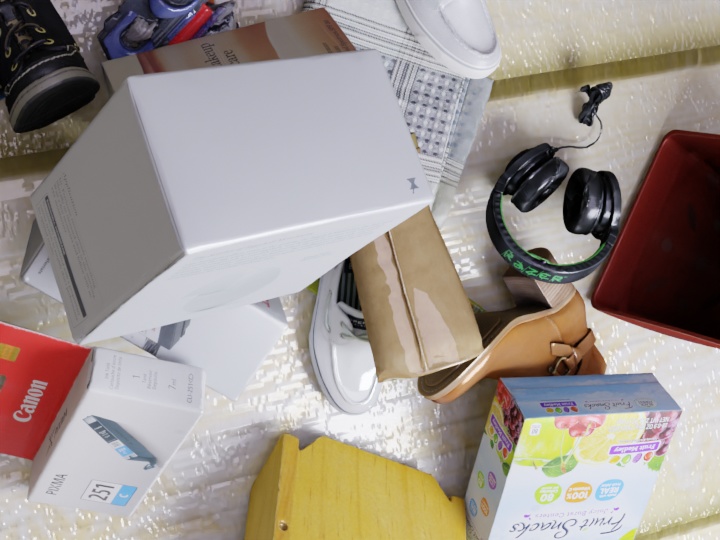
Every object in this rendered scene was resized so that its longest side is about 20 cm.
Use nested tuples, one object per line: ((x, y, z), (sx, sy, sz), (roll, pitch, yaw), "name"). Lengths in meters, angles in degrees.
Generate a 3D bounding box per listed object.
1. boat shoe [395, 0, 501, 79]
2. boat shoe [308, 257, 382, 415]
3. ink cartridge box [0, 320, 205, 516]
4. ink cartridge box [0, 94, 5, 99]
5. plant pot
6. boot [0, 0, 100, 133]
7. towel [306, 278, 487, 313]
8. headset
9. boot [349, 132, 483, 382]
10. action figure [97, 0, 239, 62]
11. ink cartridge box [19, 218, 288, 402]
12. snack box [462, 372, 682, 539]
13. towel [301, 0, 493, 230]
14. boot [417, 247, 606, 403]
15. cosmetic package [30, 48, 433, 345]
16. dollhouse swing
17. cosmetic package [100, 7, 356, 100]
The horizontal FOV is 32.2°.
((0.070, -0.268, 1.116), (0.072, 0.068, 0.201), (-26, 86, -28), "boat shoe")
((-0.008, 0.038, 1.124), (0.073, 0.067, 0.201), (-7, 99, -15), "boat shoe")
((-0.238, 0.125, 0.999), (0.175, 0.200, 0.045), (15, 50, -20), "ink cartridge box")
((-0.339, -0.175, 0.920), (0.084, 0.200, 0.145), (-24, 103, -4), "ink cartridge box")
((0.383, -0.002, 1.222), (0.176, 0.200, 0.201), (29, 84, -33), "plant pot")
((-0.266, -0.188, 0.956), (0.073, 0.204, 0.154), (-28, 99, -7), "boot")
((0.027, 0.021, 1.174), (0.200, 0.018, 0.086), (36, 81, -19), "towel")
((0.195, -0.084, 1.177), (0.123, 0.094, 0.201), (24, 59, -1), "headset")
((0.000, 0.000, 1.057), (0.174, 0.066, 0.201), (-16, 97, -5), "boot")
((-0.161, -0.270, 1.039), (0.200, 0.105, 0.194), (-35, 112, 11), "action figure")
((-0.167, 0.002, 1.025), (0.199, 0.145, 0.084), (33, 101, -20), "ink cartridge box")
((0.193, 0.197, 1.182), (0.168, 0.068, 0.201), (-1, 123, -20), "snack box")
((0.022, -0.154, 1.149), (0.199, 0.035, 0.194), (17, 88, -21), "towel")
((0.155, 0.096, 1.187), (0.200, 0.074, 0.155), (-43, 118, -21), "boot")
((-0.094, -0.051, 0.871), (0.199, 0.200, 0.124), (-13, 80, -36), "cosmetic package")
((-0.029, 0.290, 1.167), (0.199, 0.176, 0.183), (22, 45, -20), "dollhouse swing")
((-0.103, -0.139, 1.034), (0.199, 0.104, 0.088), (-18, 134, -15), "cosmetic package")
